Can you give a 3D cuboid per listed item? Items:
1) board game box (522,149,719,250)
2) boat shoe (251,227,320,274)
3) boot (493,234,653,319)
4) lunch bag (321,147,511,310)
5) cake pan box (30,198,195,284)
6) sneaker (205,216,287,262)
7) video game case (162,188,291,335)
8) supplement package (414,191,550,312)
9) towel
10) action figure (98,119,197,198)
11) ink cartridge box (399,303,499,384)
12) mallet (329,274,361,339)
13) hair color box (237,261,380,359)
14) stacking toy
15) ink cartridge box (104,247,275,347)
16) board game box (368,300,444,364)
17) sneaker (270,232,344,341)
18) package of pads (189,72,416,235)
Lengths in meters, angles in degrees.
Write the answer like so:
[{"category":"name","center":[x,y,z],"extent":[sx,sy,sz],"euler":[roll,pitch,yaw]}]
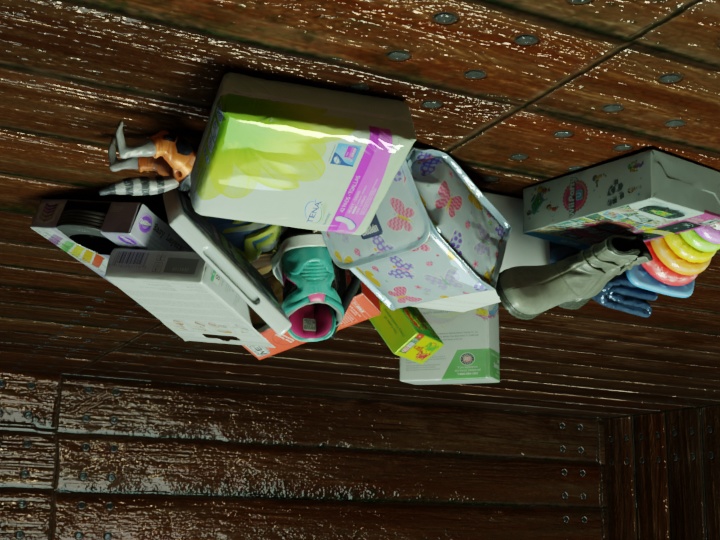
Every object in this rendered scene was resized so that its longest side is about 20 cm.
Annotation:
[{"category":"board game box","center":[0.319,-0.080,1.277],"extent":[0.147,0.065,0.200],"euler":[11,164,-35]},{"category":"boat shoe","center":[-0.117,-0.043,1.444],"extent":[0.199,0.071,0.070],"euler":[-22,129,41]},{"category":"boot","center":[0.259,-0.004,1.268],"extent":[0.199,0.068,0.131],"euler":[-5,153,-46]},{"category":"lunch bag","center":[0.052,-0.054,1.250],"extent":[0.169,0.128,0.200],"euler":[-12,133,41]},{"category":"cake pan box","center":[-0.318,-0.033,1.426],"extent":[0.183,0.053,0.200],"euler":[3,156,28]},{"category":"sneaker","center":[-0.160,-0.064,1.357],"extent":[0.105,0.076,0.200],"euler":[30,136,-16]},{"category":"video game case","center":[-0.162,-0.017,1.250],"extent":[0.182,0.023,0.200],"euler":[47,179,-18]},{"category":"supplement package","center":[0.149,-0.020,1.418],"extent":[0.116,0.118,0.200],"euler":[8,165,-29]},{"category":"towel","center":[0.313,-0.002,1.451],"extent":[0.111,0.049,0.200],"euler":[13,-164,-32]},{"category":"action figure","center":[-0.188,-0.099,1.171],"extent":[0.192,0.105,0.200],"euler":[16,159,-16]},{"category":"ink cartridge box","center":[0.139,0.074,1.637],"extent":[0.144,0.201,0.087],"euler":[-5,168,20]},{"category":"mallet","center":[0.000,0.000,1.383],"extent":[0.041,0.201,0.066],"euler":[30,171,-7]},{"category":"hair color box","center":[-0.076,0.041,1.471],"extent":[0.199,0.102,0.061],"euler":[-22,140,19]},{"category":"stacking toy","center":[0.427,-0.058,1.321],"extent":[0.109,0.117,0.200],"euler":[12,150,-19]},{"category":"ink cartridge box","center":[-0.217,0.038,1.389],"extent":[0.160,0.050,0.200],"euler":[3,155,28]},{"category":"board game box","center":[0.031,0.039,1.527],"extent":[0.048,0.200,0.101],"euler":[-42,153,12]},{"category":"sneaker","center":[-0.068,0.033,1.341],"extent":[0.083,0.122,0.200],"euler":[-3,168,-8]},{"category":"package of pads","center":[-0.063,-0.112,1.064],"extent":[0.199,0.069,0.155],"euler":[7,140,-20]}]
